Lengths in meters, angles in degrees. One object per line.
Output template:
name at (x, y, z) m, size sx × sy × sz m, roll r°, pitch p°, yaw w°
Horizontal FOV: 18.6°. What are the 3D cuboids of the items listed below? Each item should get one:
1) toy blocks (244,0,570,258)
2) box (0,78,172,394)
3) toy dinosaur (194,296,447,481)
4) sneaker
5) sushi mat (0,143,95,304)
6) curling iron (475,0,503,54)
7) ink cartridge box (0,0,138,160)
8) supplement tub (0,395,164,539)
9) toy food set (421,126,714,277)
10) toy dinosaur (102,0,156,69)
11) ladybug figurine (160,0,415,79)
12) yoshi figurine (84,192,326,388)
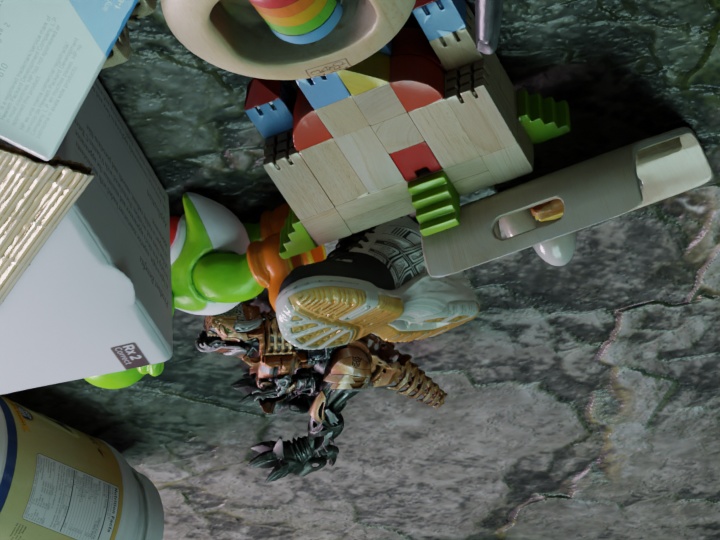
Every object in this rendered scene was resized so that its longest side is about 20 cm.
toy blocks at (0.010, -0.100, 1.336) m, size 0.199 × 0.100 × 0.137 m, roll -19°, pitch 130°, yaw 20°
box at (-0.238, -0.026, 1.369) m, size 0.199 × 0.131 × 0.199 m, roll -11°, pitch 147°, yaw 10°
toy dinosaur at (-0.030, 0.079, 1.611) m, size 0.199 × 0.102 × 0.136 m, roll 27°, pitch 123°, yaw -9°
sneaker at (0.000, 0.000, 1.447) m, size 0.075 × 0.088 × 0.200 m, roll -23°, pitch 167°, yaw 28°
sushi mat at (-0.233, -0.015, 1.255) m, size 0.095 × 0.012 × 0.200 m, roll 13°, pitch 143°, yaw -26°
curling iron at (0.080, -0.195, 1.211) m, size 0.025 × 0.050 × 0.201 m, roll -27°, pitch 148°, yaw -29°
ink cartridge box at (-0.209, -0.170, 1.095) m, size 0.199 × 0.085 × 0.145 m, roll 27°, pitch 115°, yaw -13°
supplement tub at (-0.261, 0.181, 1.682) m, size 0.144 × 0.145 × 0.200 m, roll -26°, pitch 143°, yaw 30°
toy food set at (0.137, -0.036, 1.403) m, size 0.143 × 0.061 × 0.200 m, roll -20°, pitch -179°, yaw 22°
toy dinosaur at (-0.167, -0.143, 1.213) m, size 0.101 × 0.058 × 0.201 m, roll 5°, pitch 117°, yaw 23°
ladybug figurine at (-0.040, -0.164, 1.180) m, size 0.135 × 0.072 × 0.200 m, roll -16°, pitch 161°, yaw 7°
yoshi figurine at (-0.123, 0.025, 1.494) m, size 0.199 × 0.113 × 0.112 m, roll -11°, pitch 154°, yaw 15°
